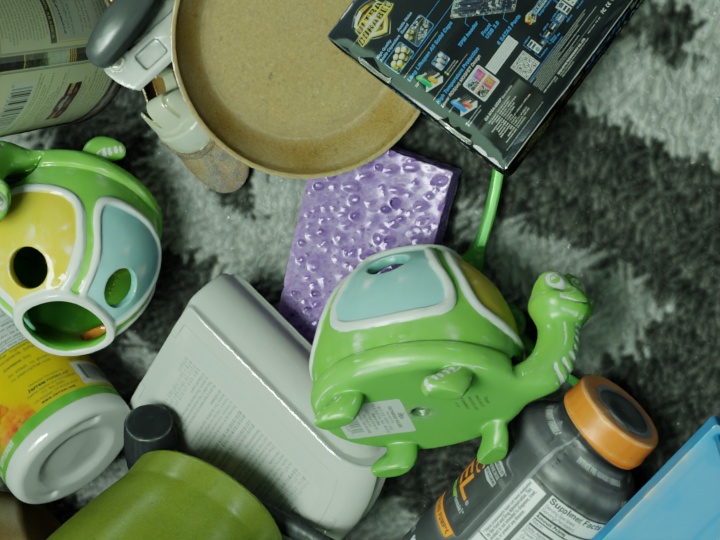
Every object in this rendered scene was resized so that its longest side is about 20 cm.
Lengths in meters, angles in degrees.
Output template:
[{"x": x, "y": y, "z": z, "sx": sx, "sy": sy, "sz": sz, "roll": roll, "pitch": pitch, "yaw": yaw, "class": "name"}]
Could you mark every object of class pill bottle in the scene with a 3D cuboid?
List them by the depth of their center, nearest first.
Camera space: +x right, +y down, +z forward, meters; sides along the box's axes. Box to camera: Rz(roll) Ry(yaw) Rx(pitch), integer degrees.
[{"x": 0.126, "y": 0.167, "z": 1.222, "sx": 0.106, "sy": 0.106, "sz": 0.200, "roll": 43, "pitch": 112, "yaw": 8, "class": "pill bottle"}, {"x": -0.280, "y": 0.078, "z": 1.347, "sx": 0.200, "sy": 0.111, "sz": 0.111, "roll": 47, "pitch": 114, "yaw": 25, "class": "pill bottle"}]

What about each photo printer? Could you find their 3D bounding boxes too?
[{"x": -0.072, "y": 0.120, "z": 1.286, "sx": 0.200, "sy": 0.069, "sz": 0.167, "roll": 44, "pitch": 137, "yaw": 9, "class": "photo printer"}]

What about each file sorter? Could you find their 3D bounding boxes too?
[{"x": 0.274, "y": 0.228, "z": 1.132, "sx": 0.199, "sy": 0.123, "sz": 0.139, "roll": 34, "pitch": 113, "yaw": -14, "class": "file sorter"}]

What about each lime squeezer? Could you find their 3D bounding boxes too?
[{"x": 0.112, "y": 0.017, "z": 1.242, "sx": 0.070, "sy": 0.038, "sz": 0.201, "roll": -23, "pitch": 91, "yaw": -7, "class": "lime squeezer"}]

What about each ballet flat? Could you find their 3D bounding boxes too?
[{"x": -0.149, "y": -0.147, "z": 1.287, "sx": 0.068, "sy": 0.067, "sz": 0.201, "roll": -24, "pitch": 92, "yaw": 28, "class": "ballet flat"}]

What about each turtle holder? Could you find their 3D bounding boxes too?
[{"x": 0.052, "y": 0.049, "z": 1.161, "sx": 0.185, "sy": 0.141, "sz": 0.132, "roll": -29, "pitch": 49, "yaw": 37, "class": "turtle holder"}, {"x": -0.221, "y": -0.022, "z": 1.266, "sx": 0.140, "sy": 0.132, "sz": 0.186, "roll": -1, "pitch": 144, "yaw": -1, "class": "turtle holder"}]

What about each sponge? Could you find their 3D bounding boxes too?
[{"x": 0.000, "y": 0.000, "z": 1.279, "sx": 0.111, "sy": 0.030, "sz": 0.201, "roll": 19, "pitch": 107, "yaw": 18, "class": "sponge"}]

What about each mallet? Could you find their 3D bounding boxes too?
[{"x": -0.096, "y": 0.174, "z": 1.266, "sx": 0.199, "sy": 0.041, "sz": 0.066, "roll": 31, "pitch": 142, "yaw": 16, "class": "mallet"}]

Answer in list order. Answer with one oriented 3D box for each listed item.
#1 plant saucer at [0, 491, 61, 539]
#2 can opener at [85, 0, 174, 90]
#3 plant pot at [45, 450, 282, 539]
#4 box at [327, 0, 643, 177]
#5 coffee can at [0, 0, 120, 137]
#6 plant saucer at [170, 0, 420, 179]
[{"x": -0.243, "y": 0.250, "z": 1.340, "sx": 0.035, "sy": 0.200, "sz": 0.201, "roll": -34, "pitch": 87, "yaw": 1, "class": "plant saucer"}, {"x": -0.115, "y": -0.212, "z": 1.224, "sx": 0.200, "sy": 0.067, "sz": 0.053, "roll": -43, "pitch": 84, "yaw": 0, "class": "can opener"}, {"x": -0.154, "y": 0.240, "z": 1.197, "sx": 0.199, "sy": 0.193, "sz": 0.201, "roll": 22, "pitch": 143, "yaw": 18, "class": "plant pot"}, {"x": 0.099, "y": -0.191, "z": 1.163, "sx": 0.159, "sy": 0.046, "sz": 0.200, "roll": 37, "pitch": 94, "yaw": 11, "class": "box"}, {"x": -0.282, "y": -0.171, "z": 1.262, "sx": 0.145, "sy": 0.200, "sz": 0.147, "roll": 4, "pitch": 102, "yaw": 21, "class": "coffee can"}, {"x": -0.041, "y": -0.168, "z": 1.217, "sx": 0.199, "sy": 0.035, "sz": 0.202, "roll": -3, "pitch": 100, "yaw": -15, "class": "plant saucer"}]
